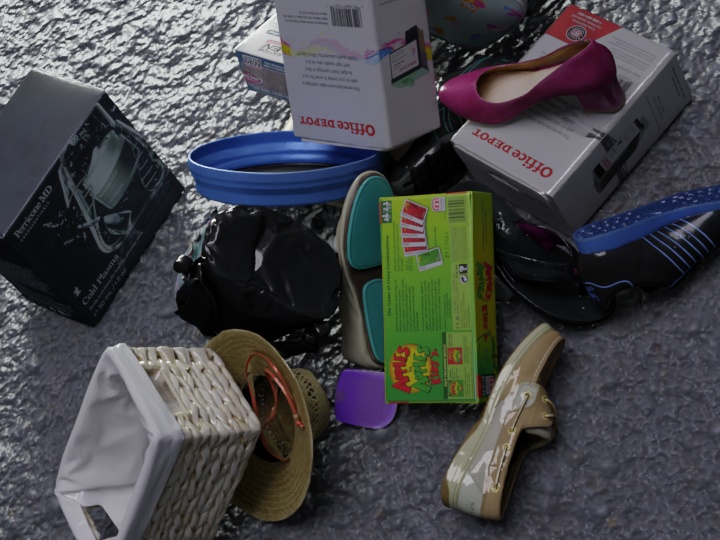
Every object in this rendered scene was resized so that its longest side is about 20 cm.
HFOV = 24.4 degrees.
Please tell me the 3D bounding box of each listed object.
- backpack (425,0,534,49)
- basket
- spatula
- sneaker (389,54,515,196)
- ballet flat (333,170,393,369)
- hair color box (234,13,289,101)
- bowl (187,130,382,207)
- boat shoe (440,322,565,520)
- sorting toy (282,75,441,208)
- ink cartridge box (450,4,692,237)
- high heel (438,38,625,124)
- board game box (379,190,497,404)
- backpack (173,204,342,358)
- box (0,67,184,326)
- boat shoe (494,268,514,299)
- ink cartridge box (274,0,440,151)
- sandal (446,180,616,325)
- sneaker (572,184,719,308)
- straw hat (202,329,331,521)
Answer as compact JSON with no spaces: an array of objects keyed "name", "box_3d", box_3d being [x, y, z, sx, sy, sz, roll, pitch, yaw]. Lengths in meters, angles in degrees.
[{"name":"backpack","box_3d":[0.113,-0.328,1.785,0.176,0.200,0.153,23,76,-8]},{"name":"basket","box_3d":[-0.194,0.181,1.590,0.136,0.123,0.200,54,133,38]},{"name":"spatula","box_3d":[-0.051,0.121,1.680,0.200,0.021,0.057,6,86,34]},{"name":"sneaker","box_3d":[0.096,-0.153,1.757,0.200,0.075,0.079,-43,58,-17]},{"name":"ballet flat","box_3d":[0.000,0.000,1.662,0.069,0.069,0.200,1,97,27]},{"name":"hair color box","box_3d":[-0.036,-0.271,1.874,0.100,0.061,0.200,21,53,37]},{"name":"bowl","box_3d":[-0.076,-0.106,1.718,0.201,0.039,0.201,-2,17,1]},{"name":"boat shoe","box_3d":[0.148,0.143,1.544,0.066,0.074,0.200,23,73,22]},{"name":"sorting toy","box_3d":[-0.005,-0.155,1.832,0.200,0.036,0.185,16,67,33]},{"name":"ink cartridge box","box_3d":[0.214,-0.153,1.692,0.200,0.083,0.147,-48,51,-9]},{"name":"high heel","box_3d":[0.156,-0.193,1.630,0.200,0.096,0.067,8,63,32]},{"name":"board game box","box_3d":[0.075,0.027,1.600,0.102,0.048,0.200,-3,88,31]},{"name":"backpack","box_3d":[-0.109,0.010,1.681,0.127,0.167,0.200,-62,11,-21]},{"name":"box","box_3d":[-0.329,-0.080,1.838,0.124,0.197,0.200,19,69,34]},{"name":"boat shoe","box_3d":[0.086,-0.032,1.694,0.200,0.072,0.071,23,63,24]},{"name":"ink cartridge box","box_3d":[-0.006,-0.233,1.696,0.084,0.200,0.145,-25,25,-39]},{"name":"sandal","box_3d":[0.161,-0.018,1.608,0.200,0.048,0.075,38,63,14]},{"name":"sneaker","box_3d":[0.300,-0.025,1.581,0.200,0.078,0.070,-17,16,-7]},{"name":"straw hat","box_3d":[-0.076,0.140,1.629,0.085,0.201,0.201,-18,38,-40]}]
